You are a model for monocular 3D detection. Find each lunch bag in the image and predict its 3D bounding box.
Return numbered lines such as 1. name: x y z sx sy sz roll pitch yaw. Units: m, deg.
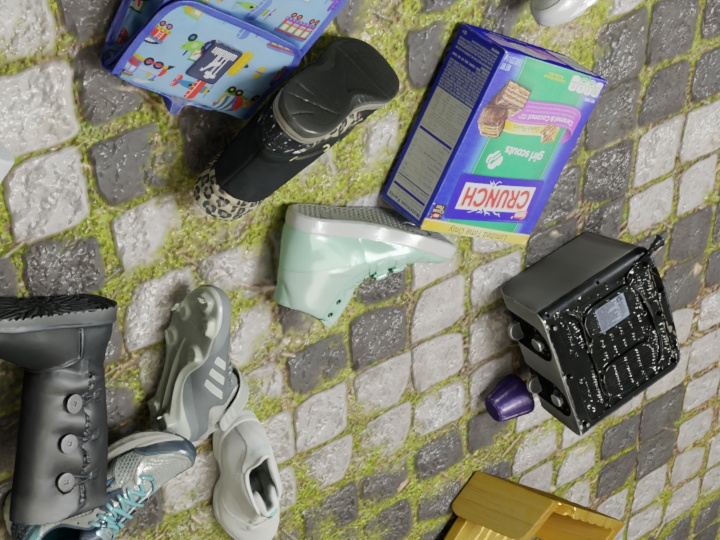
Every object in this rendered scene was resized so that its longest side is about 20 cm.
1. lunch bag: -0.115 -0.216 1.035 0.150 0.094 0.200 11 125 -45

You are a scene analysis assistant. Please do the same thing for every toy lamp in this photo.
1. toy lamp: 0.246 0.130 1.601 0.200 0.058 0.058 -31 136 -21

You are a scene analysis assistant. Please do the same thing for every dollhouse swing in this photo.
1. dollhouse swing: 0.221 0.385 1.700 0.200 0.181 0.177 26 82 -48

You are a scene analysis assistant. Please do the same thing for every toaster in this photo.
1. toaster: 0.282 0.065 1.499 0.200 0.119 0.181 -32 118 -17

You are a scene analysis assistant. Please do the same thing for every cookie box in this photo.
1. cookie box: 0.140 -0.135 1.297 0.171 0.075 0.201 6 117 -43

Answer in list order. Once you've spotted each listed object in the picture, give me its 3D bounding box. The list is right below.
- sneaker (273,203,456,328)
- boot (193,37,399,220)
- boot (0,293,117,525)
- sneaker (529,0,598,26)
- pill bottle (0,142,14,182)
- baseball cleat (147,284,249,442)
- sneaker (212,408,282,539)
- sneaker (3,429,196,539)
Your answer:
1. sneaker: 0.000 0.000 1.282 0.200 0.074 0.119 5 111 -31
2. boot: -0.058 -0.130 1.141 0.154 0.074 0.204 -39 -178 34
3. boot: -0.296 0.128 1.106 0.164 0.066 0.201 -1 106 -39
4. sneaker: 0.211 -0.338 1.215 0.099 0.078 0.201 26 93 -40
5. pill bottle: -0.354 -0.028 0.944 0.200 0.112 0.112 -52 138 5
6. baseball cleat: -0.151 0.092 1.246 0.106 0.070 0.200 -8 135 -43
7. sneaker: -0.115 0.250 1.369 0.075 0.088 0.201 -27 135 -23
8. sneaker: -0.246 0.230 1.217 0.199 0.086 0.078 -26 137 -1
